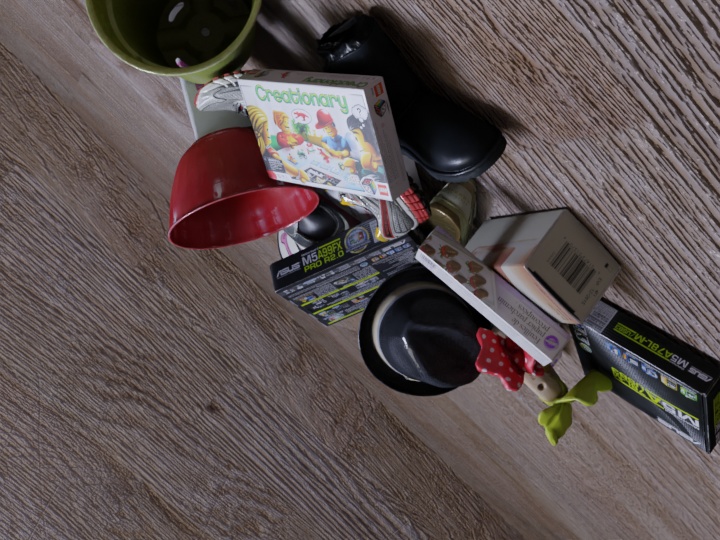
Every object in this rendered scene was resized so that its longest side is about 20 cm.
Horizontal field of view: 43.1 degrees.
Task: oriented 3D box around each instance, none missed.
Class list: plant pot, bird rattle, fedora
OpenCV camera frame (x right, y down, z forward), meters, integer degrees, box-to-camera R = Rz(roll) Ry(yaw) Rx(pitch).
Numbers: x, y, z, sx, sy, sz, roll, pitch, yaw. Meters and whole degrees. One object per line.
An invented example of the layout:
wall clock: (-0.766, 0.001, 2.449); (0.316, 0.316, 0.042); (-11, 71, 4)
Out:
plant pot: (-0.200, -0.307, 1.074); (0.200, 0.201, 0.184); (40, 179, 3)
bird rattle: (0.217, 0.129, 1.197); (0.199, 0.113, 0.163); (32, -167, -19)
fedora: (0.100, 0.093, 1.206); (0.201, 0.201, 0.092); (46, 176, -25)

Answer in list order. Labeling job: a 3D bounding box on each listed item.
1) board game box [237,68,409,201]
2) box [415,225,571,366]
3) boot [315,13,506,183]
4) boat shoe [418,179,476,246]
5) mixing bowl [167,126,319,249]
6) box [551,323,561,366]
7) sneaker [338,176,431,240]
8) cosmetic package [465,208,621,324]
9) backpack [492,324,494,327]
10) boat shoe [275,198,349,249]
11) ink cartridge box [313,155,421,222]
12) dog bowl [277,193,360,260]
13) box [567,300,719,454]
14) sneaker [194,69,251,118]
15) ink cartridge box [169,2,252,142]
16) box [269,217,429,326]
board game box: (-0.042, -0.150, 0.987); (0.199, 0.035, 0.127); (14, 132, 42)
box: (0.150, 0.029, 1.050); (0.199, 0.039, 0.041); (40, 168, 8)
boot: (0.045, -0.183, 0.955); (0.168, 0.077, 0.200); (45, 174, -35)
boat shoe: (0.120, -0.072, 1.196); (0.073, 0.063, 0.201); (34, 173, 11)
mixing bowl: (-0.160, -0.114, 1.167); (0.200, 0.198, 0.110); (101, 153, -76)
box: (0.260, 0.090, 1.305); (0.041, 0.039, 0.200); (34, 166, 27)
sneaker: (-0.006, -0.120, 1.066); (0.201, 0.082, 0.078); (51, -169, -5)
cosmetic package: (0.201, -0.003, 1.083); (0.103, 0.088, 0.200); (42, 168, -12)
backpack: (0.119, 0.078, 1.352); (0.166, 0.200, 0.127); (37, 167, 19)
boat shoe: (-0.092, -0.080, 1.271); (0.199, 0.072, 0.067); (35, -177, 43)
ink cartridge box: (-0.023, -0.151, 1.225); (0.199, 0.085, 0.145); (34, 168, 25)
dog bowl: (-0.022, -0.055, 1.367); (0.200, 0.200, 0.074); (40, 148, 4)
box: (0.362, 0.130, 1.151); (0.199, 0.048, 0.194); (34, 164, 34)
sneaker: (-0.102, -0.198, 1.108); (0.197, 0.083, 0.078); (2, -178, -7)
ink cartridge box: (-0.201, -0.250, 1.243); (0.145, 0.084, 0.202); (107, 149, -77)
box: (0.000, 0.000, 1.235); (0.160, 0.198, 0.045); (38, -147, -58)
